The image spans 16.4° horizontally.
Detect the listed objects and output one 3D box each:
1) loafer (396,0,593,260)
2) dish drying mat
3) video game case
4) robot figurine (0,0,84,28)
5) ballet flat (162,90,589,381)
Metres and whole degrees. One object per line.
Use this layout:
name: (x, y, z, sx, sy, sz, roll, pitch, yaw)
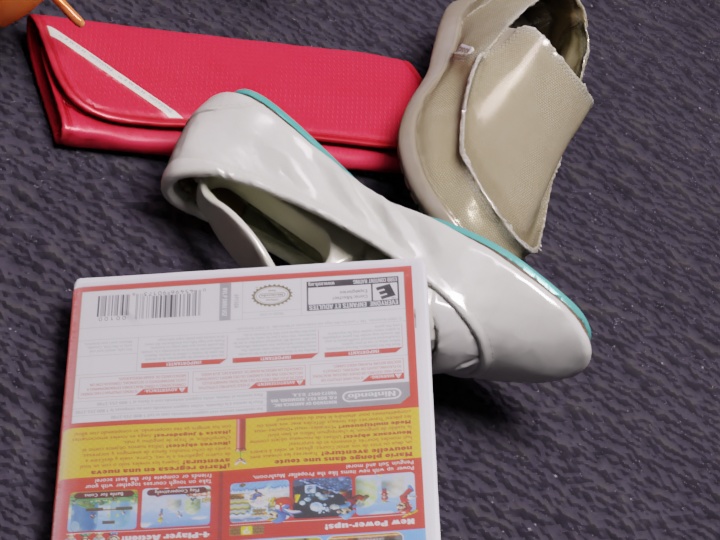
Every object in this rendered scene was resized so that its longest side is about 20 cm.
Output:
loafer: (0.068, -0.074, 1.154, 0.076, 0.068, 0.200, 46, 30, -28)
dish drying mat: (-0.052, -0.080, 1.141, 0.200, 0.018, 0.077, 3, 46, -30)
video game case: (-0.043, 0.073, 0.936, 0.143, 0.017, 0.200, -3, 44, 2)
robot figurine: (-0.204, -0.168, 1.065, 0.200, 0.117, 0.144, 17, 30, -15)
ballet flat: (0.000, 0.000, 1.050, 0.200, 0.069, 0.069, 34, 39, 13)
